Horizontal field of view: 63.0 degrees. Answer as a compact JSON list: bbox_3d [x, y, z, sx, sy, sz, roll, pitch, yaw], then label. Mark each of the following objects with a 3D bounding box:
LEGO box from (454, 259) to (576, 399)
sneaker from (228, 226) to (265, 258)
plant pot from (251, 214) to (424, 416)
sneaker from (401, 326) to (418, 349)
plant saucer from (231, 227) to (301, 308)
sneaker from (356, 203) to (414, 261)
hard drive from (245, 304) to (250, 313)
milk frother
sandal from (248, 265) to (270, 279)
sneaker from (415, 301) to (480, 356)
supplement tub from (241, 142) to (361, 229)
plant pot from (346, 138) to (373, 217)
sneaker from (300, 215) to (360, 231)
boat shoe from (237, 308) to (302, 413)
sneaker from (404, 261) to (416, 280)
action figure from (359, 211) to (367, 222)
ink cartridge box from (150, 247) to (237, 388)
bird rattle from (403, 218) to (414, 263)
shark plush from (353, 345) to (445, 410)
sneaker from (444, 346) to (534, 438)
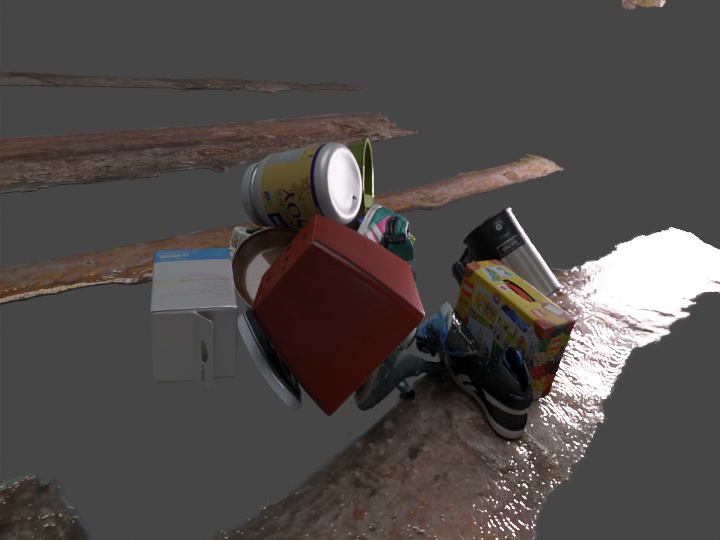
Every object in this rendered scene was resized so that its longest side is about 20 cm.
[{"bbox_3d":[0.250,0.099,1.000,0.075,0.153,0.200,-7,32,-29],"label":"LEGO box"},{"bbox_3d":[-0.249,-0.023,1.096,0.073,0.118,0.198,31,36,32],"label":"sneaker"},{"bbox_3d":[-0.046,0.041,0.851,0.175,0.200,0.201,40,14,-15],"label":"plant pot"},{"bbox_3d":[0.033,0.051,1.057,0.113,0.077,0.202,24,22,-18],"label":"sneaker"},{"bbox_3d":[-0.133,0.013,1.037,0.195,0.037,0.205,10,52,-13],"label":"plant saucer"},{"bbox_3d":[0.045,-0.032,1.146,0.118,0.084,0.204,16,64,20],"label":"sneaker"},{"bbox_3d":[-0.091,0.091,1.035,0.195,0.027,0.132,-4,32,-24],"label":"hard drive"},{"bbox_3d":[0.288,0.006,1.212,0.191,0.178,0.200,58,12,12],"label":"milk frother"},{"bbox_3d":[-0.129,0.025,1.108,0.196,0.080,0.058,-11,59,-29],"label":"sandal"},{"bbox_3d":[0.136,0.114,0.961,0.079,0.089,0.200,54,4,1],"label":"sneaker"},{"bbox_3d":[-0.110,-0.151,1.100,0.195,0.149,0.145,-4,20,30],"label":"supplement tub"},{"bbox_3d":[-0.068,-0.223,1.467,0.184,0.205,0.201,1,27,9],"label":"plant pot"},{"bbox_3d":[-0.077,-0.045,1.156,0.199,0.091,0.067,-38,32,-13],"label":"sneaker"},{"bbox_3d":[-0.125,0.123,0.887,0.067,0.072,0.200,-35,45,-6],"label":"boat shoe"},{"bbox_3d":[0.000,0.000,1.011,0.194,0.077,0.087,5,14,-10],"label":"sneaker"},{"bbox_3d":[0.013,-0.102,1.386,0.194,0.052,0.066,14,49,4],"label":"action figure"},{"bbox_3d":[-0.256,0.071,0.906,0.121,0.132,0.201,-2,30,-16],"label":"ink cartridge box"},{"bbox_3d":[0.022,-0.031,1.222,0.194,0.114,0.166,-4,47,-19],"label":"bird rattle"},{"bbox_3d":[0.056,0.173,0.936,0.197,0.091,0.084,10,40,-48],"label":"shark plush"},{"bbox_3d":[0.208,0.152,0.929,0.071,0.115,0.201,-4,31,-25],"label":"sneaker"}]
